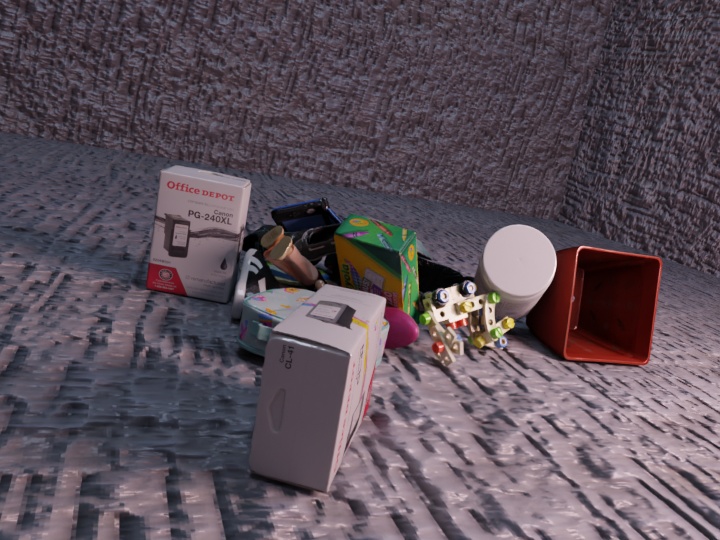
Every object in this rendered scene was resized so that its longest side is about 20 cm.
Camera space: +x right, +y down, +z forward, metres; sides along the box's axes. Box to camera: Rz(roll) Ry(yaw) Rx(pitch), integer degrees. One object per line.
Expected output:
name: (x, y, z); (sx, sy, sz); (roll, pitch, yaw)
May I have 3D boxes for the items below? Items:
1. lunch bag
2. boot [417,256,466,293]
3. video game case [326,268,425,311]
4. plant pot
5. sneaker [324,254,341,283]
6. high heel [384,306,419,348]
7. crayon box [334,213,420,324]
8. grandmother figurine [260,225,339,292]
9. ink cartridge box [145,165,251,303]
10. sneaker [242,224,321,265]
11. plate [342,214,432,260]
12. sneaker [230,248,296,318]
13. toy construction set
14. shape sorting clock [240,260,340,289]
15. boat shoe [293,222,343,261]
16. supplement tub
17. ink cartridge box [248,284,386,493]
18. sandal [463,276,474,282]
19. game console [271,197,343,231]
lunch bag: (-0.071, 0.089, 0.894); (0.197, 0.078, 0.160); (16, 15, 18)
boot: (0.120, 0.011, 1.296); (0.196, 0.074, 0.162); (26, -1, -10)
video game case: (0.047, 0.040, 1.320); (0.179, 0.024, 0.200); (4, 16, -30)
plant pot: (0.432, 0.060, 1.232); (0.197, 0.204, 0.176); (6, 2, -20)
sneaker: (0.000, -0.001, 1.188); (0.107, 0.068, 0.201); (23, 3, -14)
high heel: (-0.007, 0.078, 0.993); (0.198, 0.069, 0.095); (16, 3, 40)
crayon box: (0.031, 0.015, 1.027); (0.117, 0.202, 0.058); (18, 48, 26)
grandmother figurine: (-0.091, 0.008, 1.067); (0.200, 0.060, 0.122); (51, 6, -44)
ink cartridge box: (-0.273, -0.063, 1.077); (0.143, 0.203, 0.083); (10, 13, -3)
sneaker: (-0.157, -0.042, 1.252); (0.198, 0.077, 0.079); (10, 19, 41)
plate: (0.057, -0.071, 1.257); (0.198, 0.026, 0.200); (25, -1, 0)
sneaker: (-0.153, 0.033, 1.075); (0.110, 0.074, 0.201); (13, 25, -9)
toy construction set: (0.168, 0.088, 1.051); (0.091, 0.133, 0.198); (-19, -5, 42)
shape sorting clock: (-0.135, 0.013, 1.232); (0.196, 0.040, 0.200); (11, 9, -2)
boat shoe: (-0.057, -0.059, 1.116); (0.198, 0.057, 0.067); (-3, 42, 43)
supplement tub: (0.276, 0.011, 1.162); (0.130, 0.134, 0.200); (13, -17, 9)
ink cartridge box: (-0.037, 0.112, 0.670); (0.084, 0.150, 0.200); (12, 14, 8)
sandal: (0.197, 0.046, 1.354); (0.047, 0.076, 0.200); (-24, 21, -25)
game console: (-0.080, -0.060, 1.325); (0.168, 0.120, 0.200); (-11, -16, 2)
